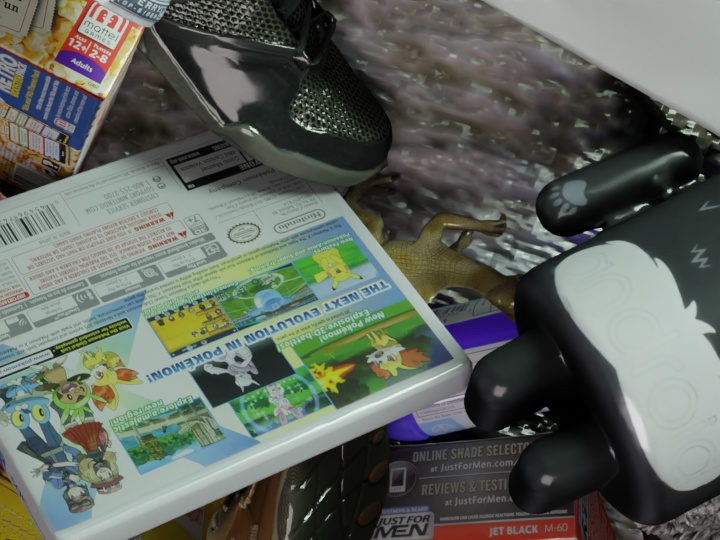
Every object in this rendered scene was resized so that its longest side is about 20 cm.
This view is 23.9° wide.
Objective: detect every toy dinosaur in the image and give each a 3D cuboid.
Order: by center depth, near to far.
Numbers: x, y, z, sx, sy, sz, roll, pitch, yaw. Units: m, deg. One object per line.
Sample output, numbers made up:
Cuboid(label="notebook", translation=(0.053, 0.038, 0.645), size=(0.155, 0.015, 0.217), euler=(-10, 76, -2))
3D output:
Cuboid(label="toy dinosaur", translation=(0.000, 0.000, 0.827), size=(0.200, 0.101, 0.058), euler=(-7, 124, 15))

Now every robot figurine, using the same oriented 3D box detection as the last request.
Cuboid(label="robot figurine", translation=(0.145, 0.031, 0.727), size=(0.200, 0.125, 0.150), euler=(-27, 115, -8))

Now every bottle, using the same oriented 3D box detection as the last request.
Cuboid(label="bottle", translation=(0.103, 0.036, 0.846), size=(0.200, 0.084, 0.065), euler=(-14, 87, 19))

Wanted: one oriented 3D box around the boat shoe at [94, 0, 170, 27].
Cuboid(label="boat shoe", translation=(-0.125, -0.191, 0.693), size=(0.086, 0.202, 0.075), euler=(-51, 149, 14))

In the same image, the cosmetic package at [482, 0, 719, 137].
Cuboid(label="cosmetic package", translation=(0.106, -0.155, 0.709), size=(0.200, 0.081, 0.113), euler=(28, 126, -12))

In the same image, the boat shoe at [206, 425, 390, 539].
Cuboid(label="boat shoe", translation=(-0.042, 0.134, 0.815), size=(0.074, 0.076, 0.200), euler=(20, 108, 35))

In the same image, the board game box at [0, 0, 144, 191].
Cuboid(label="board game box", translation=(-0.207, -0.113, 0.771), size=(0.200, 0.046, 0.152), euler=(28, 157, -8))

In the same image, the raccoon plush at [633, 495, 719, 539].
Cuboid(label="raccoon plush", translation=(0.183, 0.135, 0.870), size=(0.097, 0.134, 0.200), euler=(-8, 124, 15))

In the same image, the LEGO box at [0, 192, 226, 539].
Cuboid(label="LEGO box", translation=(-0.151, 0.079, 0.846), size=(0.077, 0.149, 0.200), euler=(-21, 139, 23))

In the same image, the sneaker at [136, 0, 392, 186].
Cuboid(label="sneaker", translation=(-0.042, -0.125, 0.760), size=(0.199, 0.076, 0.114), euler=(45, 128, -15))

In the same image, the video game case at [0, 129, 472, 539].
Cuboid(label="video game case", translation=(-0.081, 0.019, 0.756), size=(0.200, 0.182, 0.022), euler=(-21, 145, -24))

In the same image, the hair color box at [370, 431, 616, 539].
Cuboid(label="hair color box", translation=(0.079, 0.160, 0.912), size=(0.111, 0.064, 0.200), euler=(-6, 145, 15))
